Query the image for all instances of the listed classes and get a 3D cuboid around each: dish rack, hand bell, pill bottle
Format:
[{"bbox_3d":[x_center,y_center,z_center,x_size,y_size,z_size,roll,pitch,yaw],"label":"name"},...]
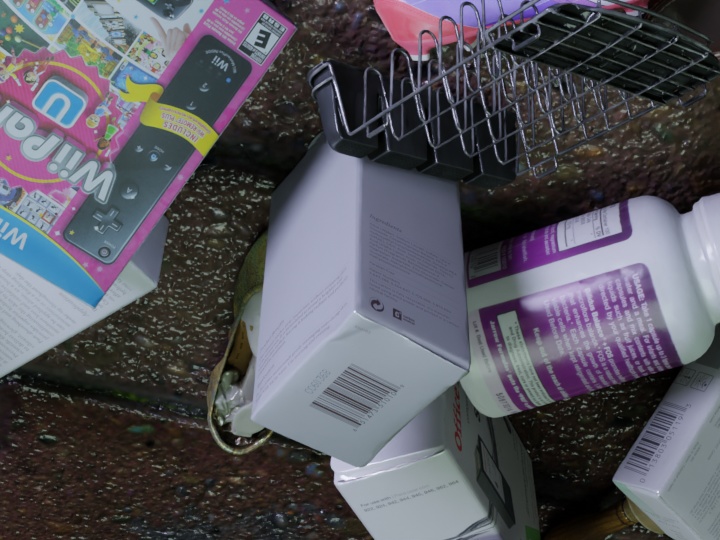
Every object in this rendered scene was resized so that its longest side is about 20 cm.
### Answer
[{"bbox_3d":[0.085,-0.103,0.760,0.153,0.055,0.200,8,157,-38],"label":"dish rack"},{"bbox_3d":[0.205,0.192,1.089,0.104,0.104,0.200,26,139,-21],"label":"hand bell"},{"bbox_3d":[0.158,0.017,0.899,0.199,0.112,0.112,-18,130,17],"label":"pill bottle"}]

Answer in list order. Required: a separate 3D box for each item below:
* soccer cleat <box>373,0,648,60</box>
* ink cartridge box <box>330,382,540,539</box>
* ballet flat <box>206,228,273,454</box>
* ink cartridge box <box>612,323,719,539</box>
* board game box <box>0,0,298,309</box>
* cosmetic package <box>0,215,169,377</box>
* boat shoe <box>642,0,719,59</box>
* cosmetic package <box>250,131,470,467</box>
[{"bbox_3d":[0.101,-0.174,0.762,0.199,0.067,0.077,-13,126,16],"label":"soccer cleat"},{"bbox_3d":[0.058,0.142,0.990,0.084,0.146,0.200,-18,130,16],"label":"ink cartridge box"},{"bbox_3d":[-0.064,0.055,0.967,0.070,0.071,0.200,14,131,-12],"label":"ballet flat"},{"bbox_3d":[0.284,0.137,0.988,0.200,0.161,0.050,44,164,-33],"label":"ink cartridge box"},{"bbox_3d":[-0.153,-0.101,0.779,0.147,0.064,0.200,33,101,-25],"label":"board game box"},{"bbox_3d":[-0.235,0.002,0.916,0.200,0.071,0.101,-28,125,23],"label":"cosmetic package"},{"bbox_3d":[0.245,-0.162,0.766,0.200,0.070,0.070,-23,129,22],"label":"boat shoe"},{"bbox_3d":[0.000,0.000,0.827,0.081,0.200,0.113,27,130,-21],"label":"cosmetic package"}]
